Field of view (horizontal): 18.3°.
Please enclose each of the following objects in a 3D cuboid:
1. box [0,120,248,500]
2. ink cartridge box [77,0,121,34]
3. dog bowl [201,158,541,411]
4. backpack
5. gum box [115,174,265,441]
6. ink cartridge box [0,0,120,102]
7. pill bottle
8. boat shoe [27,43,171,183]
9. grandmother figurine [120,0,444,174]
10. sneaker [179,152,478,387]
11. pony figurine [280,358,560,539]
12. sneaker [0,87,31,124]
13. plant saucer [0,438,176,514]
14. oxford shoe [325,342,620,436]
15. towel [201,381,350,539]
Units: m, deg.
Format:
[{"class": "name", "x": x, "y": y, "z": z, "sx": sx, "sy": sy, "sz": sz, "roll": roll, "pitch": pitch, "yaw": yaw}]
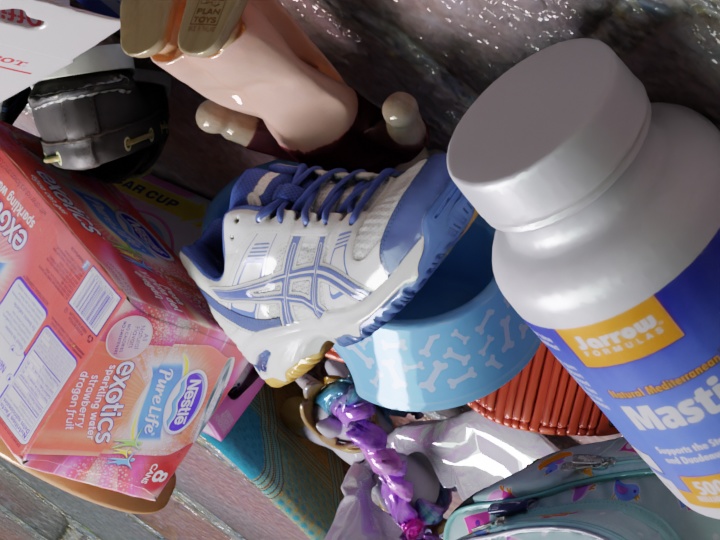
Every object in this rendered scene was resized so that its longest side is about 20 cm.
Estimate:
[{"class": "box", "x": -0.155, "y": 0.015, "z": 1.139, "sx": 0.095, "sy": 0.103, "sz": 0.200, "roll": 24, "pitch": -166, "yaw": -44}, {"class": "ink cartridge box", "x": -0.109, "y": -0.159, "z": 1.064, "sx": 0.119, "sy": 0.042, "sz": 0.200, "roll": 38, "pitch": 161, "yaw": -4}, {"class": "dog bowl", "x": 0.000, "y": 0.000, "z": 1.141, "sx": 0.200, "sy": 0.111, "sz": 0.050, "roll": 22, "pitch": 142, "yaw": 35}, {"class": "backpack", "x": 0.151, "y": 0.168, "z": 1.123, "sx": 0.200, "sy": 0.153, "sz": 0.176, "roll": -20, "pitch": 90, "yaw": 31}, {"class": "gum box", "x": -0.127, "y": 0.011, "z": 1.352, "sx": 0.200, "sy": 0.114, "sz": 0.066, "roll": 24, "pitch": 157, "yaw": 32}, {"class": "ink cartridge box", "x": -0.216, "y": -0.120, "z": 1.052, "sx": 0.200, "sy": 0.068, "sz": 0.117, "roll": -22, "pitch": 157, "yaw": 40}, {"class": "pill bottle", "x": 0.125, "y": 0.002, "z": 0.928, "sx": 0.200, "sy": 0.112, "sz": 0.112, "roll": 47, "pitch": 157, "yaw": -28}, {"class": "boat shoe", "x": -0.135, "y": -0.075, "z": 1.165, "sx": 0.201, "sy": 0.072, "sz": 0.061, "roll": 31, "pitch": -131, "yaw": -87}, {"class": "grandmother figurine", "x": -0.018, "y": -0.073, "z": 1.032, "sx": 0.121, "sy": 0.061, "sz": 0.200, "roll": 14, "pitch": 165, "yaw": 41}, {"class": "sneaker", "x": -0.020, "y": -0.013, "z": 1.002, "sx": 0.088, "sy": 0.075, "sz": 0.200, "roll": 47, "pitch": 142, "yaw": -6}, {"class": "pony figurine", "x": 0.022, "y": 0.127, "z": 1.348, "sx": 0.193, "sy": 0.167, "sz": 0.200, "roll": 47, "pitch": 177, "yaw": 3}, {"class": "sneaker", "x": -0.221, "y": -0.120, "z": 1.273, "sx": 0.077, "sy": 0.076, "sz": 0.200, "roll": 36, "pitch": 159, "yaw": -8}, {"class": "plant saucer", "x": -0.182, "y": 0.063, "z": 1.241, "sx": 0.200, "sy": 0.038, "sz": 0.200, "roll": 33, "pitch": -172, "yaw": -5}, {"class": "oxford shoe", "x": 0.066, "y": 0.036, "z": 1.194, "sx": 0.200, "sy": 0.071, "sz": 0.073, "roll": 20, "pitch": -171, "yaw": 21}, {"class": "towel", "x": -0.056, "y": 0.106, "z": 1.456, "sx": 0.200, "sy": 0.022, "sz": 0.147, "roll": 49, "pitch": -161, "yaw": -30}]
